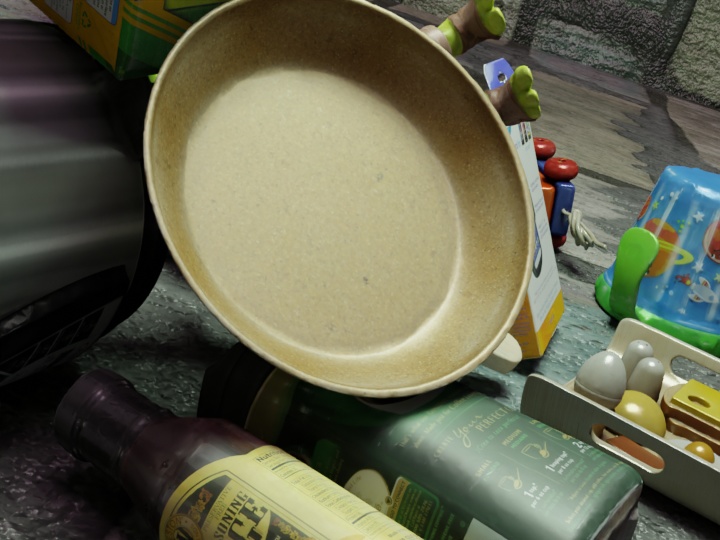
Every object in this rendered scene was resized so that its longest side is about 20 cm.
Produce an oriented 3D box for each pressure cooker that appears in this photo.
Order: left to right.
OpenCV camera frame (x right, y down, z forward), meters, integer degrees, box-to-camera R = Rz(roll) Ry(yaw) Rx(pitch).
[{"bbox_3d":[-0.188,-0.039,0.556,0.174,0.182,0.199,23,21,27],"label":"pressure cooker"}]

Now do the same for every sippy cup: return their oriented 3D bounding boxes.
[{"bbox_3d":[0.287,-0.015,0.972,0.137,0.132,0.178,19,19,6],"label":"sippy cup"}]

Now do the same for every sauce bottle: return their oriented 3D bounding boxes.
[{"bbox_3d":[-0.047,0.104,0.468,0.198,0.067,0.066,25,21,28],"label":"sauce bottle"}]

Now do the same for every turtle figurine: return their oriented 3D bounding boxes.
[{"bbox_3d":[0.014,-0.080,0.618,0.159,0.065,0.202,-21,64,-3],"label":"turtle figurine"}]

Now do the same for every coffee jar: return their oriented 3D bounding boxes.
[{"bbox_3d":[0.022,0.092,0.521,0.198,0.087,0.104,28,29,26],"label":"coffee jar"}]

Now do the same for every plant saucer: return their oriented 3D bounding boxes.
[{"bbox_3d":[-0.010,-0.035,0.523,0.197,0.035,0.204,11,64,-24],"label":"plant saucer"}]

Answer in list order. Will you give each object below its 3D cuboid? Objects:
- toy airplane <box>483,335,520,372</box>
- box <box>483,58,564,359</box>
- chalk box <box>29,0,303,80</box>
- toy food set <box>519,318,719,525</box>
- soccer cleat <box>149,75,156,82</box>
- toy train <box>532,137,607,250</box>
[{"bbox_3d":[0.000,0.000,0.700,0.198,0.141,0.202,-22,80,-48],"label":"toy airplane"},{"bbox_3d":[0.105,-0.048,0.819,0.041,0.204,0.119,-11,10,21],"label":"box"},{"bbox_3d":[-0.063,-0.190,0.561,0.198,0.126,0.123,-21,48,-40],"label":"chalk box"},{"bbox_3d":[0.204,0.084,0.736,0.142,0.061,0.199,26,22,25],"label":"toy food set"},{"bbox_3d":[-0.113,-0.083,0.817,0.066,0.082,0.201,-6,42,-26],"label":"soccer cleat"},{"bbox_3d":[0.150,-0.066,1.079,0.113,0.086,0.201,2,22,-10],"label":"toy train"}]
